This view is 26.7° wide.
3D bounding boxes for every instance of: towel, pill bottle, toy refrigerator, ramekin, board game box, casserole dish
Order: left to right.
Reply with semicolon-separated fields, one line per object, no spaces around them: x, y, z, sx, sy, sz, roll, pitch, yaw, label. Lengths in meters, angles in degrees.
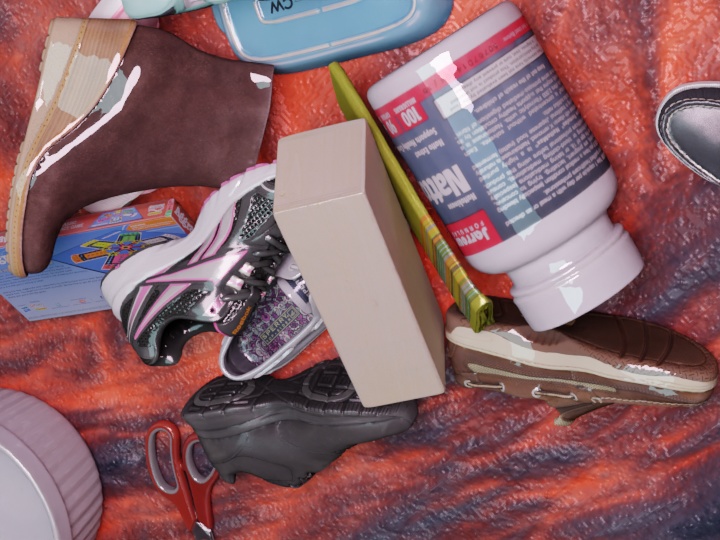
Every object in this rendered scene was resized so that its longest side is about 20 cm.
-0.315;0.195;1.292;0.198;0.105;0.202;7;111;19;ramekin
-0.207;-0.005;1.194;0.198;0.020;0.103;-9;144;24;board game box
-0.027;-0.205;1.072;0.198;0.039;0.122;-10;103;25;casserole dish
0.000;0.000;1.043;0.069;0.076;0.201;-12;134;13;toy refrigerator
0.036;-0.051;1.052;0.018;0.086;0.201;-30;77;-4;towel
0.103;-0.067;1.023;0.119;0.120;0.201;-29;96;28;pill bottle

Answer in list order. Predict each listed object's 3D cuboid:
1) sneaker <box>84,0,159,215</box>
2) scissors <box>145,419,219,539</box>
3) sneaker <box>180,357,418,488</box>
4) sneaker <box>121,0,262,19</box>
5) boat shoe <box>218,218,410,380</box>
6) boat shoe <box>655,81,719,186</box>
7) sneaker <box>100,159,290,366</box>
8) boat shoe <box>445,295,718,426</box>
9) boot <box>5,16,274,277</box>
-0.173;-0.123;1.141;0.104;0.075;0.201;36;120;4;sneaker
-0.138;0.220;1.284;0.072;0.014;0.202;0;110;19;scissors
-0.041;0.123;1.185;0.198;0.076;0.091;-6;116;30;sneaker
-0.082;-0.250;1.015;0.198;0.078;0.141;-5;101;18;sneaker
-0.039;0.009;1.134;0.200;0.068;0.072;-41;89;25;boat shoe
0.283;-0.064;0.986;0.199;0.060;0.076;22;115;13;boat shoe
-0.092;0.003;1.100;0.199;0.080;0.087;-36;60;21;sneaker
0.156;0.073;1.084;0.201;0.075;0.076;14;116;30;boat shoe
-0.159;-0.073;1.082;0.165;0.072;0.202;14;106;-12;boot
